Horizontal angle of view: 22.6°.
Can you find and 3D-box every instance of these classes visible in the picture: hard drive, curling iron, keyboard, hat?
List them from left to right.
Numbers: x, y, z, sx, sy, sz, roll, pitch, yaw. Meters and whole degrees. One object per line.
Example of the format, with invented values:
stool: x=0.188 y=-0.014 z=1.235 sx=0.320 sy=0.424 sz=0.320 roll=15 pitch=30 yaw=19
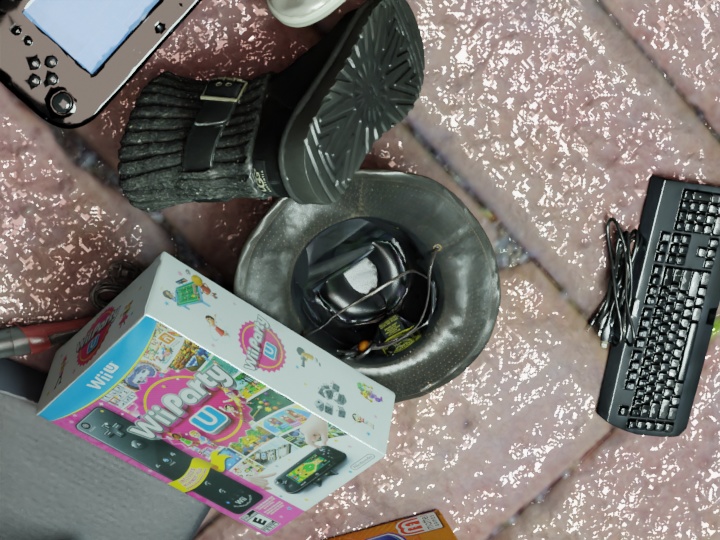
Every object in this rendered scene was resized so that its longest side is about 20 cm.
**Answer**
curling iron: x=-0.237 y=0.039 z=1.273 sx=0.200 sy=0.026 sz=0.050 roll=-17 pitch=107 yaw=-8
hard drive: x=-0.209 y=0.160 z=1.303 sx=0.200 sy=0.042 sz=0.135 roll=29 pitch=97 yaw=-17
hat: x=0.000 y=0.000 z=1.284 sx=0.200 sy=0.081 sz=0.201 roll=-6 pitch=120 yaw=-10
keyboard: x=0.226 y=0.032 z=1.359 sx=0.104 sy=0.040 sz=0.200 roll=7 pitch=102 yaw=-14

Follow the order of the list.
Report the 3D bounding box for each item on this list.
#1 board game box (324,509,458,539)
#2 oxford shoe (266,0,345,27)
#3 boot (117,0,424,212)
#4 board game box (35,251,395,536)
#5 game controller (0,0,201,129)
board game box: x=0.005 y=0.323 z=1.307 sx=0.200 sy=0.200 sz=0.200 roll=-14 pitch=107 yaw=-8
oxford shoe: x=-0.006 y=-0.256 z=1.212 sx=0.075 sy=0.058 sz=0.200 roll=35 pitch=92 yaw=27
boot: x=-0.060 y=-0.118 z=1.234 sx=0.158 sy=0.211 sz=0.080 roll=0 pitch=125 yaw=32
board game box: x=-0.100 y=0.091 z=1.250 sx=0.200 sy=0.064 sz=0.148 roll=32 pitch=132 yaw=-21
game controller: x=-0.168 y=-0.194 z=1.217 sx=0.104 sy=0.042 sz=0.200 roll=41 pitch=93 yaw=-18
